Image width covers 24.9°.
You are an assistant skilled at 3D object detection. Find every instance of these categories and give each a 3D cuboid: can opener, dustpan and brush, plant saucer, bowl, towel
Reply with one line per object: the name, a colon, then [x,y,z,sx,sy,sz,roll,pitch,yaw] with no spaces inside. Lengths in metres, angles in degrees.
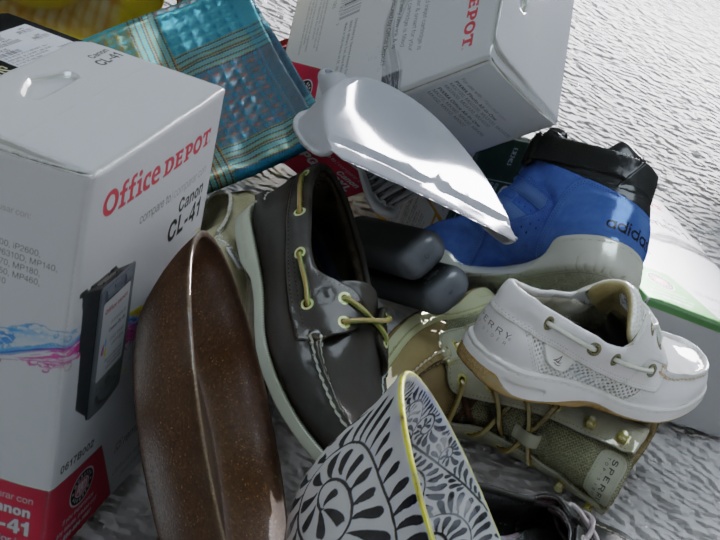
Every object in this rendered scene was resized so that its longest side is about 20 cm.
can opener: [0.000,0.000,1.007,0.053,0.066,0.199,52,-18,-20]
dustpan and brush: [0.007,-0.083,0.989,0.138,0.057,0.201,24,31,-29]
plant saucer: [-0.068,0.084,0.747,0.036,0.203,0.201,-11,29,3]
bowl: [0.015,0.155,0.717,0.093,0.202,0.201,-21,27,9]
towel: [-0.134,-0.102,1.042,0.198,0.022,0.148,-23,61,-14]

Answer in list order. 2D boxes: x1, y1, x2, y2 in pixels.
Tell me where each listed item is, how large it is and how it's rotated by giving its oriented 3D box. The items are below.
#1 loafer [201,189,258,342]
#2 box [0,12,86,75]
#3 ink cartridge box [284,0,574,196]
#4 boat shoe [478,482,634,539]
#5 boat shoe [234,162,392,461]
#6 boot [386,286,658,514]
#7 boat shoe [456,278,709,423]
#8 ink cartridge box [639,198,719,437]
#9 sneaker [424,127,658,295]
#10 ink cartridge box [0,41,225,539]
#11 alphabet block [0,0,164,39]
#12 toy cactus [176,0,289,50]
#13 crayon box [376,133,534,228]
loafer: [-0.090,0.006,0.966,0.068,0.076,0.201,22,26,-16]
box: [-0.208,-0.024,0.815,0.085,0.166,0.200,20,25,16]
ink cartridge box: [0.043,-0.149,1.113,0.083,0.198,0.147,39,50,-37]
boat shoe: [0.082,0.144,0.870,0.198,0.057,0.067,9,29,-27]
boat shoe: [-0.018,0.023,0.886,0.071,0.060,0.203,30,29,-41]
boot: [0.087,0.089,0.966,0.154,0.073,0.199,35,28,17]
boat shoe: [0.146,0.041,0.952,0.198,0.070,0.071,7,27,-43]
ink cartridge box: [0.186,0.013,1.150,0.145,0.085,0.201,19,25,-32]
sneaker: [0.107,-0.035,1.078,0.198,0.112,0.077,-6,-33,43]
ink cartridge box: [-0.141,0.013,0.763,0.085,0.202,0.148,19,26,12]
alphabet block: [-0.242,-0.269,1.186,0.193,0.199,0.200,8,19,-24]
toy cactus: [-0.099,-0.148,1.149,0.101,0.167,0.199,7,20,34]
crayon box: [0.053,-0.092,1.208,0.051,0.127,0.201,9,29,-27]
